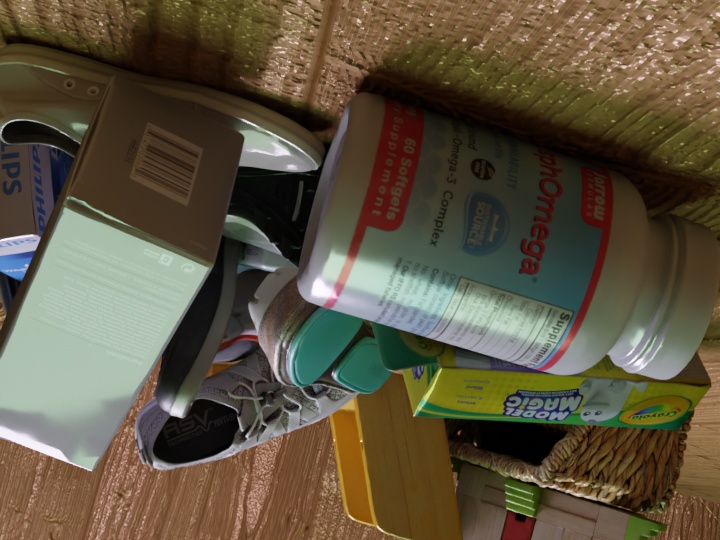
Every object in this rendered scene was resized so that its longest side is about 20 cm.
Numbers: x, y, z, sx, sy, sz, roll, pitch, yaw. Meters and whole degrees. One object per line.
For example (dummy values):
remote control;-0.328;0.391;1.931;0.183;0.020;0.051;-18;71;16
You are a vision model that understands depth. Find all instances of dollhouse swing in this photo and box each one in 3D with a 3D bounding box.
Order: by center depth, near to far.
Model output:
dollhouse swing;-0.029;0.159;1.027;0.173;0.185;0.200;-8;174;-10

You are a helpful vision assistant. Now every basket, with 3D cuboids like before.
basket;0.163;0.107;1.051;0.147;0.145;0.199;17;176;-28

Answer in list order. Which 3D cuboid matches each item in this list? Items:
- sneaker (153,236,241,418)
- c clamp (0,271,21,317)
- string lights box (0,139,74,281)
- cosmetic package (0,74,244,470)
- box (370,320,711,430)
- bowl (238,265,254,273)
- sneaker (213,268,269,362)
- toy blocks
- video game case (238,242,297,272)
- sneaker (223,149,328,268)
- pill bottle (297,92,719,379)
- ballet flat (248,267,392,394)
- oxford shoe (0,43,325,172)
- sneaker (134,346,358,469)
sneaker;-0.140;0.004;0.831;0.105;0.202;0.075;18;135;-14
c clamp;-0.254;-0.019;0.946;0.027;0.203;0.171;-10;-168;5
string lights box;-0.219;-0.047;0.873;0.058;0.104;0.200;-7;167;5
cosmetic package;-0.142;0.008;0.686;0.089;0.108;0.200;24;130;-17
box;0.091;0.031;0.716;0.197;0.118;0.049;7;132;-21
bowl;-0.089;0.021;1.088;0.198;0.106;0.201;14;171;2
sneaker;-0.129;0.045;0.927;0.082;0.078;0.199;-42;150;28
toy blocks;0.143;0.247;1.026;0.198;0.139;0.100;13;176;30
video game case;0.000;0.000;0.925;0.197;0.024;0.182;10;179;-18
sneaker;-0.052;-0.046;0.786;0.198;0.075;0.079;18;-177;14
pill bottle;0.074;-0.011;0.633;0.197;0.110;0.109;16;170;-8
ballet flat;-0.030;0.034;0.745;0.067;0.068;0.200;39;176;19
oxford shoe;-0.119;-0.078;0.713;0.197;0.059;0.075;13;166;1
sneaker;-0.070;0.097;0.892;0.198;0.075;0.082;-28;-171;1
